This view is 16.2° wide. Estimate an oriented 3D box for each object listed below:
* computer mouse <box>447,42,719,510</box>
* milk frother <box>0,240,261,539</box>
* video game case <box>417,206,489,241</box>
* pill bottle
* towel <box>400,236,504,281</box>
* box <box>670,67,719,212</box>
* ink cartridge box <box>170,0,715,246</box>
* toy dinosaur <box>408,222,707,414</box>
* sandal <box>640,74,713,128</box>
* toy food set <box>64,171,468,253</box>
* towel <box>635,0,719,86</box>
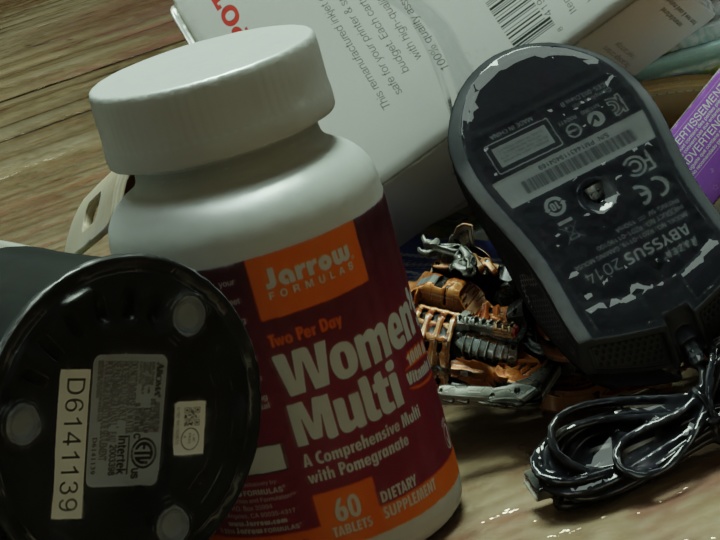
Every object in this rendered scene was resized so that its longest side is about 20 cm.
[{"bbox_3d":[0.099,-0.002,1.026,0.138,0.200,0.053,-22,-26,-6],"label":"computer mouse"},{"bbox_3d":[-0.176,0.059,0.911,0.200,0.181,0.188,23,-10,-38],"label":"milk frother"},{"bbox_3d":[0.108,-0.045,1.412,0.200,0.018,0.143,-15,14,-1],"label":"video game case"},{"bbox_3d":[-0.035,0.013,0.989,0.110,0.200,0.110,-14,15,4],"label":"pill bottle"},{"bbox_3d":[0.000,0.000,1.223,0.145,0.024,0.200,5,8,39],"label":"towel"},{"bbox_3d":[0.202,-0.075,1.131,0.137,0.039,0.200,-52,-18,19],"label":"box"},{"bbox_3d":[0.035,-0.122,1.154,0.200,0.146,0.086,-36,-21,16],"label":"ink cartridge box"},{"bbox_3d":[0.080,0.025,1.091,0.200,0.102,0.136,19,29,-10],"label":"toy dinosaur"},{"bbox_3d":[0.190,-0.051,1.269,0.212,0.070,0.078,-2,-21,-39],"label":"sandal"},{"bbox_3d":[-0.043,-0.032,1.286,0.200,0.060,0.144,-4,-7,-16],"label":"toy food set"},{"bbox_3d":[0.185,-0.107,1.290,0.200,0.048,0.171,-15,-16,-4],"label":"towel"}]
